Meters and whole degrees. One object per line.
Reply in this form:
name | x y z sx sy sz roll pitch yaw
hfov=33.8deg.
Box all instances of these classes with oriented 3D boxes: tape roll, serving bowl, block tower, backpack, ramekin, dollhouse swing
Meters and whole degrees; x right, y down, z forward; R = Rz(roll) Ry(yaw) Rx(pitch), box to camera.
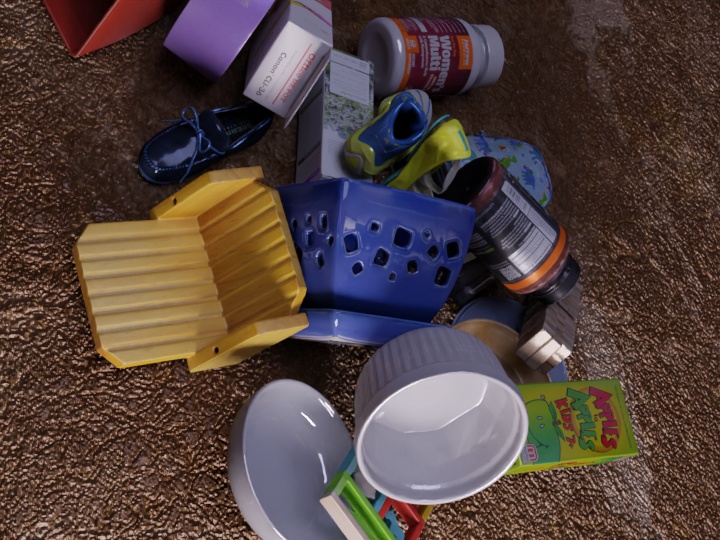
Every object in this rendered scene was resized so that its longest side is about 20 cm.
tape roll | -0.159 -0.341 1.493 0.084 0.200 0.201 35 55 -12
serving bowl | -0.084 0.229 1.342 0.199 0.065 0.203 33 45 -40
block tower | 0.254 0.065 1.588 0.054 0.058 0.200 43 29 -7
backpack | 0.165 -0.109 1.630 0.198 0.153 0.165 10 56 -40
ramekin | 0.085 0.159 1.353 0.198 0.202 0.106 18 31 -22
dollhouse swing | -0.195 -0.002 1.345 0.175 0.180 0.203 3 66 -52

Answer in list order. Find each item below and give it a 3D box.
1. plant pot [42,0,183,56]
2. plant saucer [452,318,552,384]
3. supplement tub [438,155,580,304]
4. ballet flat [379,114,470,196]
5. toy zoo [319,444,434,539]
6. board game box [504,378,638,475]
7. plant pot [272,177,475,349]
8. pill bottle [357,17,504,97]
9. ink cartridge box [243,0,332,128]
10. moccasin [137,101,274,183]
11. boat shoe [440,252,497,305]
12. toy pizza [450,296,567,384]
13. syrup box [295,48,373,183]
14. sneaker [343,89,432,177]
plant pot | -0.288 -0.412 1.465 0.175 0.199 0.202 -22 80 -47
plant saucer | 0.163 0.162 1.514 0.198 0.035 0.203 13 62 -26
supplement tub | 0.194 -0.045 1.513 0.200 0.106 0.108 43 52 -23
ballet flat | 0.075 -0.116 1.490 0.067 0.200 0.067 -34 83 -40
toy zoo | 0.032 0.257 1.405 0.132 0.020 0.200 55 34 -11
board game box | 0.254 0.196 1.503 0.197 0.048 0.103 0 68 -32
plant pot | 0.000 0.000 1.423 0.197 0.199 0.183 8 85 -32
pill bottle | 0.102 -0.304 1.688 0.197 0.109 0.111 -7 72 -33
ink cartridge box | -0.092 -0.277 1.506 0.067 0.117 0.201 27 27 -18
moccasin | -0.192 -0.175 1.479 0.199 0.068 0.081 -35 88 -37
boat shoe | 0.193 -0.004 1.631 0.198 0.073 0.064 -19 81 -31
toy pizza | 0.194 0.132 1.591 0.198 0.032 0.203 14 61 -26
syrup box | -0.034 -0.185 1.570 0.078 0.081 0.203 14 63 -27
sneaker | 0.063 -0.188 1.523 0.076 0.104 0.200 53 44 -13
